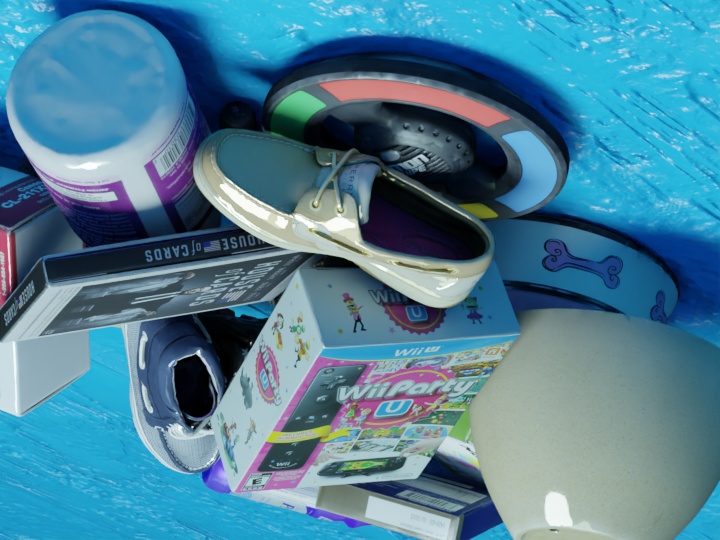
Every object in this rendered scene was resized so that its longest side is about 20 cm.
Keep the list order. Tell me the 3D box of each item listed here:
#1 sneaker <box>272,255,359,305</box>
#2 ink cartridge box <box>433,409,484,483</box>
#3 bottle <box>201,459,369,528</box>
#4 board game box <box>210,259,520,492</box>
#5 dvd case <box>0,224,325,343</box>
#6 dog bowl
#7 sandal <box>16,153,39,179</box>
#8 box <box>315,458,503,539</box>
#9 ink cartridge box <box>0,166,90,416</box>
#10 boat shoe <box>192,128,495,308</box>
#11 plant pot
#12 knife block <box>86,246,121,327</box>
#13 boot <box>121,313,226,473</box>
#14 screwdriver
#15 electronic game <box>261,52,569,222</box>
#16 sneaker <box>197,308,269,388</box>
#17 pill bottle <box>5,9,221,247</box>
[{"bbox_3d":[0.000,0.000,1.542,0.075,0.071,0.200,9,176,-28],"label":"sneaker"},{"bbox_3d":[0.131,0.130,1.722,0.199,0.076,0.148,19,166,39],"label":"ink cartridge box"},{"bbox_3d":[-0.047,0.197,2.048,0.199,0.066,0.084,16,175,-11],"label":"bottle"},{"bbox_3d":[0.000,0.074,1.483,0.146,0.065,0.200,-3,147,-25],"label":"board game box"},{"bbox_3d":[-0.127,0.005,1.428,0.199,0.025,0.150,-9,168,-23],"label":"dvd case"},{"bbox_3d":[0.126,0.033,1.571,0.198,0.074,0.200,11,158,4],"label":"dog bowl"},{"bbox_3d":[-0.236,-0.025,1.582,0.043,0.076,0.200,-22,163,-45],"label":"sandal"},{"bbox_3d":[0.057,0.184,1.805,0.120,0.033,0.200,14,-171,21],"label":"box"},{"bbox_3d":[-0.294,-0.004,1.544,0.199,0.083,0.147,18,122,28],"label":"ink cartridge box"},{"bbox_3d":[-0.005,-0.044,1.367,0.199,0.074,0.069,22,151,-14],"label":"boat shoe"},{"bbox_3d":[0.161,0.128,1.505,0.199,0.135,0.201,10,157,4],"label":"plant pot"},{"bbox_3d":[-0.207,-0.021,1.626,0.198,0.064,0.176,8,156,11],"label":"knife block"},{"bbox_3d":[-0.128,0.099,1.591,0.072,0.091,0.201,-22,135,-9],"label":"boot"},{"bbox_3d":[-0.076,-0.042,1.500,0.029,0.028,0.201,29,149,22],"label":"screwdriver"},{"bbox_3d":[0.034,-0.080,1.390,0.198,0.042,0.200,11,158,4],"label":"electronic game"},{"bbox_3d":[-0.072,0.068,1.700,0.199,0.071,0.098,5,-166,-8],"label":"sneaker"},{"bbox_3d":[-0.149,-0.073,1.409,0.111,0.113,0.200,7,157,12],"label":"pill bottle"}]
